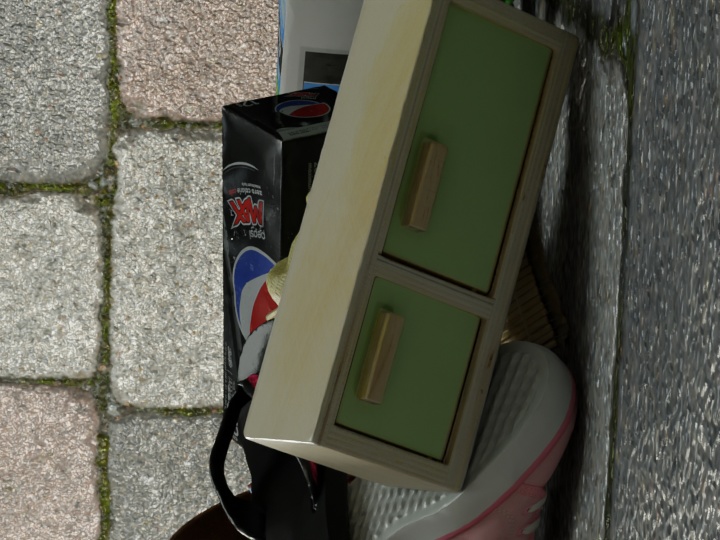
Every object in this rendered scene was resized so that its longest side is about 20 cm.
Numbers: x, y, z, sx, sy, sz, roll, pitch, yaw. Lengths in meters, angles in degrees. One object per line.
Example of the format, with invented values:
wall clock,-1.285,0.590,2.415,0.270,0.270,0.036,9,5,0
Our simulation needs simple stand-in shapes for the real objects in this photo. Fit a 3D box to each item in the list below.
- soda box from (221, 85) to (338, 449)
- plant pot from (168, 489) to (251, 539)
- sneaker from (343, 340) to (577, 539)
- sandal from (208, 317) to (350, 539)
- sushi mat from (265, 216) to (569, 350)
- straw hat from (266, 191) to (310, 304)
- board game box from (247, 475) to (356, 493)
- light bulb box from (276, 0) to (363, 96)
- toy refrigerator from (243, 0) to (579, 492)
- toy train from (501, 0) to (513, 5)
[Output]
soda box,-0.033,0.006,1.318,0.063,0.071,0.201,32,128,49
plant pot,-0.015,0.254,1.488,0.187,0.186,0.201,-96,-3,-71
sneaker,0.056,0.112,1.059,0.200,0.104,0.076,-49,28,35
sandal,-0.039,0.088,1.091,0.075,0.045,0.200,-51,29,31
sushi mat,0.020,0.027,1.106,0.200,0.012,0.096,-34,61,47
straw hat,0.000,0.000,1.229,0.202,0.085,0.201,-63,-6,-12
board game box,-0.004,0.151,1.224,0.103,0.019,0.200,64,164,-4
light bulb box,0.014,-0.198,1.437,0.199,0.124,0.201,-91,5,-45
toy refrigerator,0.023,-0.015,1.010,0.070,0.076,0.201,-2,69,60
toy train,0.057,-0.134,1.131,0.056,0.042,0.201,-73,-3,-65
